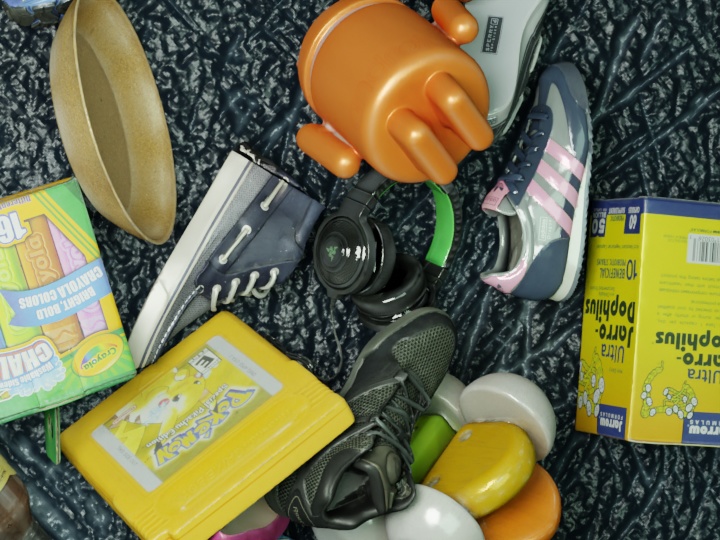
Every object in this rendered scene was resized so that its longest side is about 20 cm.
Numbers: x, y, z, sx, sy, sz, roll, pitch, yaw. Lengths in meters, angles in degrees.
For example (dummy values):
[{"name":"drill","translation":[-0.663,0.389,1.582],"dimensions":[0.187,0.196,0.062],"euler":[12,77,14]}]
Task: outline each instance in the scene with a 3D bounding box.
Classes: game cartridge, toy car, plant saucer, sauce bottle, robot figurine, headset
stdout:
[{"name":"game cartridge","translation":[-0.121,0.120,1.483],"dimensions":[0.176,0.200,0.033],"euler":[-38,121,-14]},{"name":"toy car","translation":[0.073,0.180,1.556],"dimensions":[0.175,0.199,0.150],"euler":[-52,122,-31]},{"name":"plant saucer","translation":[-0.190,-0.114,1.476],"dimensions":[0.035,0.200,0.202],"euler":[-13,95,11]},{"name":"sauce bottle","translation":[-0.295,0.161,1.483],"dimensions":[0.065,0.065,0.201],"euler":[-40,118,-14]},{"name":"robot figurine","translation":[0.026,-0.145,1.535],"dimensions":[0.116,0.200,0.145],"euler":[0,119,-33]},{"name":"headset","translation":[0.000,0.000,1.580],"dimensions":[0.201,0.094,0.123],"euler":[-57,135,-10]}]

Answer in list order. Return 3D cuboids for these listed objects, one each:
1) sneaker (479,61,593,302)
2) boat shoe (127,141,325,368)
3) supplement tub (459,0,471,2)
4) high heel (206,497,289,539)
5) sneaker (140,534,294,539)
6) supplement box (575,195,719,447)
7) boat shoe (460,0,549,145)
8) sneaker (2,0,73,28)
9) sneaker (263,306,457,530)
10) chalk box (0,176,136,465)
[{"name":"sneaker","translation":[0.144,-0.076,1.632],"dimensions":[0.081,0.070,0.202],"euler":[3,88,-21]},{"name":"boat shoe","translation":[-0.105,0.004,1.546],"dimensions":[0.092,0.075,0.201],"euler":[30,81,-4]},{"name":"supplement tub","translation":[0.016,-0.295,1.562],"dimensions":[0.199,0.122,0.123],"euler":[22,84,-17]},{"name":"high heel","translation":[-0.087,0.172,1.500],"dimensions":[0.067,0.096,0.200],"euler":[21,39,7]},{"name":"sneaker","translation":[-0.077,0.234,1.552],"dimensions":[0.199,0.090,0.079],"euler":[20,84,-16]},{"name":"supplement box","translation":[0.255,0.042,1.648],"dimensions":[0.109,0.109,0.202],"euler":[4,89,-18]},{"name":"boat shoe","translation":[0.119,-0.192,1.625],"dimensions":[0.071,0.068,0.201],"euler":[8,63,10]},{"name":"sneaker","translation":[-0.203,-0.262,1.527],"dimensions":[0.200,0.075,0.079],"euler":[-42,89,-19]},{"name":"sneaker","translation":[0.023,0.117,1.470],"dimensions":[0.200,0.114,0.076],"euler":[-47,122,-17]},{"name":"chalk box","translation":[-0.248,0.044,1.480],"dimensions":[0.123,0.125,0.202],"euler":[-19,97,-16]}]
